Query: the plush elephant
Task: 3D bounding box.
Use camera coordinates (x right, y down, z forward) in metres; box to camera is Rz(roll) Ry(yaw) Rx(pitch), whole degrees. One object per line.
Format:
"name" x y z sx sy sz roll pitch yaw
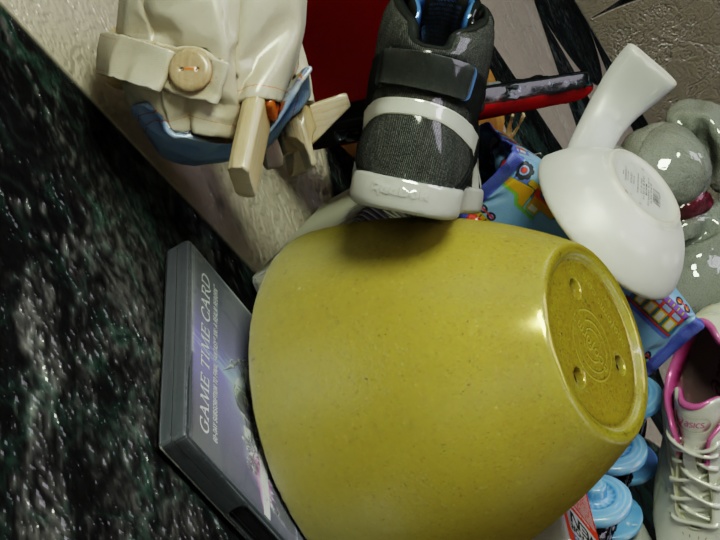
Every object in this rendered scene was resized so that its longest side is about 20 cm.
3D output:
"plush elephant" 0.214 -0.033 1.182 0.164 0.200 0.156 -17 80 -38

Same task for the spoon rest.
"spoon rest" 0.143 -0.053 0.928 0.099 0.061 0.201 37 34 -13

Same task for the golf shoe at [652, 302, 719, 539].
"golf shoe" 0.218 0.118 1.065 0.091 0.075 0.202 9 86 -60

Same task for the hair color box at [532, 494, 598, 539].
"hair color box" 0.071 0.118 0.990 0.064 0.110 0.201 50 22 -38

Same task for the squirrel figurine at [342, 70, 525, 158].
"squirrel figurine" 0.077 -0.075 1.220 0.187 0.141 0.201 50 14 -40

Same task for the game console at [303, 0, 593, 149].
"game console" 0.013 -0.141 1.010 0.171 0.199 0.120 -14 96 -39

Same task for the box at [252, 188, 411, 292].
"box" 0.000 0.000 1.022 0.083 0.068 0.200 62 16 -10

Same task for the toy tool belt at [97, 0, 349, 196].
"toy tool belt" -0.071 -0.091 0.859 0.200 0.124 0.124 133 -55 -86

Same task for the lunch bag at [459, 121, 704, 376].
"lunch bag" 0.121 -0.018 1.028 0.150 0.094 0.200 42 18 -8

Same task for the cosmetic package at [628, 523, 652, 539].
"cosmetic package" 0.149 0.252 1.038 0.085 0.107 0.200 61 15 -12

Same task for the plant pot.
"plant pot" 0.060 0.054 0.838 0.200 0.141 0.202 32 48 -44

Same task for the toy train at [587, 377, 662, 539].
"toy train" 0.130 0.131 1.076 0.200 0.113 0.087 -59 153 -51

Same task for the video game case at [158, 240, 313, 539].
"video game case" -0.039 0.097 0.844 0.200 0.019 0.143 52 20 -34

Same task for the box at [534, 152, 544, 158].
"box" 0.157 0.035 1.372 0.194 0.047 0.201 85 -13 -63

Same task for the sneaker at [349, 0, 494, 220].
"sneaker" 0.039 -0.088 0.851 0.200 0.072 0.113 -75 177 -84
